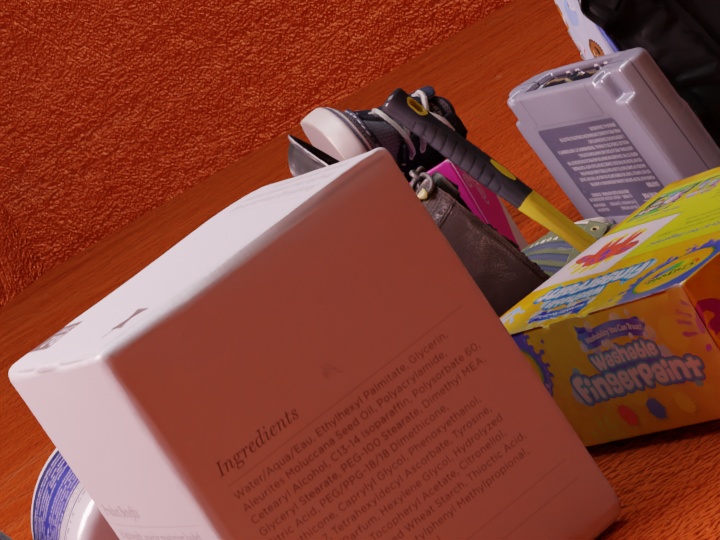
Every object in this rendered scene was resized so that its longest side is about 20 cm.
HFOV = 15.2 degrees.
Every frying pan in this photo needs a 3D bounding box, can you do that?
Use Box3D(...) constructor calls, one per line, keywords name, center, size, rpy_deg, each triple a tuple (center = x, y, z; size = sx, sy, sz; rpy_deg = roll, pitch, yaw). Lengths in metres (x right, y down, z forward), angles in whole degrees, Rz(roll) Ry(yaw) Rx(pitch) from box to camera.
Box3D(name="frying pan", center=(0.028, -0.027, 1.620), size=(0.031, 0.190, 0.115), rpy_deg=(-57, -30, 5))

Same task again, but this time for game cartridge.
Box3D(name="game cartridge", center=(0.160, -0.062, 1.574), size=(0.041, 0.133, 0.200), rpy_deg=(-35, 8, -12))

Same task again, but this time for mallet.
Box3D(name="mallet", center=(0.093, -0.030, 1.466), size=(0.041, 0.200, 0.066), rpy_deg=(-56, 3, 34))

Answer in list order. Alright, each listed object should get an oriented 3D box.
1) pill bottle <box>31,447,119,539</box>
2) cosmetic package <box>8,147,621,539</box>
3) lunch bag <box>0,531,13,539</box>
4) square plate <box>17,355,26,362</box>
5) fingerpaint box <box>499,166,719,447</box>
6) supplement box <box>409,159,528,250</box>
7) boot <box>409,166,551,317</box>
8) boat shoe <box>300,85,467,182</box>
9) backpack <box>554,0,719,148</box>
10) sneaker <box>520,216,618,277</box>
Box3D(name="pill bottle", center=(-0.113, 0.137, 1.455), size=(0.120, 0.120, 0.200), rpy_deg=(-35, 13, -11))
Box3D(name="cosmetic package", center=(-0.025, 0.077, 1.222), size=(0.165, 0.200, 0.165), rpy_deg=(-36, 9, -20))
Box3D(name="lunch bag", center=(-0.230, 0.195, 1.441), size=(0.139, 0.168, 0.200), rpy_deg=(-35, 8, -12))
Box3D(name="square plate", center=(-0.059, 0.050, 1.540), size=(0.200, 0.028, 0.198), rpy_deg=(-29, -35, 28))
Box3D(name="fingerpaint box", center=(0.171, 0.009, 1.317), size=(0.167, 0.073, 0.200), rpy_deg=(-37, 8, -29))
Box3D(name="supplement box", center=(0.009, 0.017, 1.776), size=(0.200, 0.103, 0.101), rpy_deg=(-30, -2, 11))
Box3D(name="boot", center=(-0.007, 0.021, 1.426), size=(0.174, 0.200, 0.069), rpy_deg=(-57, 11, 2))
Box3D(name="boat shoe", center=(0.020, -0.092, 1.803), size=(0.093, 0.075, 0.200), rpy_deg=(-38, -5, -2))
Box3D(name="backpack", center=(0.220, -0.142, 1.626), size=(0.200, 0.191, 0.154), rpy_deg=(-29, 1, -6))
Box3D(name="sneaker", center=(0.124, 0.006, 1.542), size=(0.090, 0.067, 0.200), rpy_deg=(-35, 6, 3))
